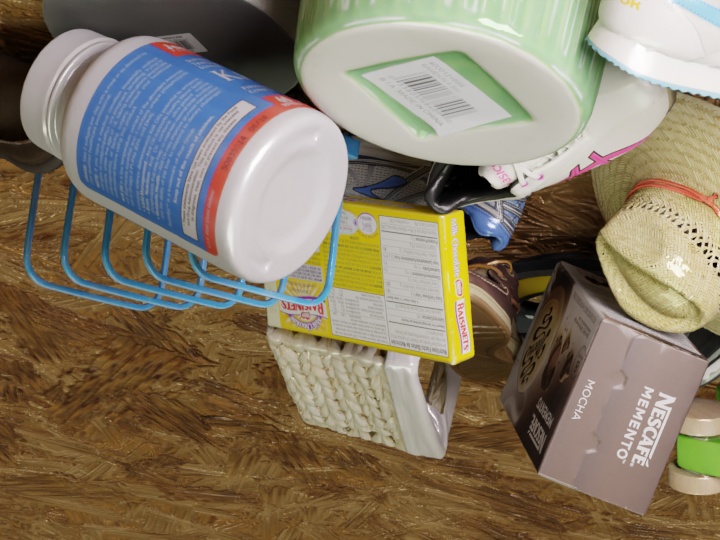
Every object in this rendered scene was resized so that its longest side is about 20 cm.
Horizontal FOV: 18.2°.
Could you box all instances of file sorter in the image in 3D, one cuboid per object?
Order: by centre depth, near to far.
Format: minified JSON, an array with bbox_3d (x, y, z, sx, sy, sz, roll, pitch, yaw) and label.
[{"bbox_3d":[-0.124,-0.042,1.560,0.138,0.124,0.199,16,168,-42],"label":"file sorter"}]

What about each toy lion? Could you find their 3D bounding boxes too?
[{"bbox_3d":[0.348,0.118,1.723,0.190,0.069,0.200,6,-162,23],"label":"toy lion"}]

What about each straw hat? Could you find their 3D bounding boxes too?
[{"bbox_3d":[0.203,-0.009,1.450,0.200,0.085,0.202,33,145,27],"label":"straw hat"}]

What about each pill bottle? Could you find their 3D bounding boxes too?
[{"bbox_3d":[-0.114,-0.079,1.390,0.199,0.113,0.112,27,167,31],"label":"pill bottle"}]

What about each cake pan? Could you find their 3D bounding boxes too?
[{"bbox_3d":[-0.116,-0.162,1.446,0.198,0.037,0.201,10,157,4],"label":"cake pan"}]

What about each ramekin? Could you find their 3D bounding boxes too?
[{"bbox_3d":[0.055,-0.143,1.325,0.198,0.098,0.200,10,157,4],"label":"ramekin"}]

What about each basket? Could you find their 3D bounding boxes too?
[{"bbox_3d":[0.010,0.045,1.741,0.122,0.137,0.200,9,157,13],"label":"basket"}]

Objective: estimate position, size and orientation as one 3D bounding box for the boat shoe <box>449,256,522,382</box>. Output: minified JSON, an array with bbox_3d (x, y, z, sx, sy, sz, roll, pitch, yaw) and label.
[{"bbox_3d":[0.082,0.024,1.631,0.071,0.073,0.200,-4,162,17],"label":"boat shoe"}]

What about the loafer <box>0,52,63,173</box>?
[{"bbox_3d":[-0.245,-0.114,1.545,0.071,0.073,0.199,35,161,-32],"label":"loafer"}]

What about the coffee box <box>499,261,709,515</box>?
[{"bbox_3d":[0.161,0.076,1.530,0.079,0.114,0.200,22,-171,-7],"label":"coffee box"}]

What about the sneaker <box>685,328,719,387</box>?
[{"bbox_3d":[0.202,0.046,1.655,0.087,0.076,0.199,35,137,-26],"label":"sneaker"}]

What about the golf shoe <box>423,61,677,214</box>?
[{"bbox_3d":[0.120,-0.082,1.429,0.073,0.092,0.199,47,144,-15],"label":"golf shoe"}]

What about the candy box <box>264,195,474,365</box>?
[{"bbox_3d":[0.000,0.000,1.562,0.026,0.103,0.199,-19,-161,-38],"label":"candy box"}]

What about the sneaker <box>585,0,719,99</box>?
[{"bbox_3d":[0.227,-0.139,1.270,0.198,0.081,0.077,7,-155,-29],"label":"sneaker"}]

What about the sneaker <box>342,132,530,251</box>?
[{"bbox_3d":[0.026,-0.046,1.584,0.199,0.086,0.077,-3,153,33],"label":"sneaker"}]

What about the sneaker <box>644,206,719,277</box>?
[{"bbox_3d":[0.277,-0.028,1.512,0.079,0.079,0.199,30,159,-30],"label":"sneaker"}]

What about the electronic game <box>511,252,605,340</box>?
[{"bbox_3d":[0.178,0.042,1.754,0.198,0.042,0.200,8,153,4],"label":"electronic game"}]
